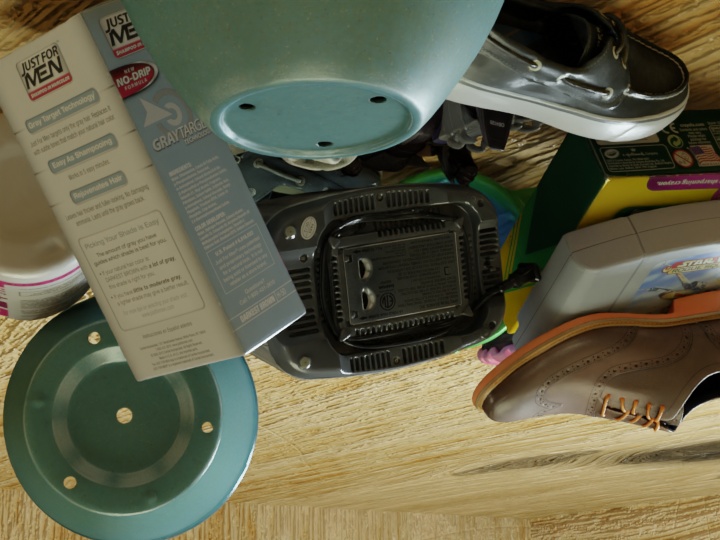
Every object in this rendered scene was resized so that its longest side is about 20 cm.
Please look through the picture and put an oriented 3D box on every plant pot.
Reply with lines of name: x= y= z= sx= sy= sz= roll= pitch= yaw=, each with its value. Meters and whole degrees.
plant pot: x=-0.020 y=-0.127 z=0.617 sx=0.200 sy=0.135 sz=0.200 roll=-2 pitch=165 yaw=0
plant pot: x=-0.169 y=0.108 z=1.023 sx=0.200 sy=0.200 sz=0.188 roll=1 pitch=175 yaw=-7

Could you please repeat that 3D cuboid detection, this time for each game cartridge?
game cartridge: x=0.211 y=0.005 z=0.932 sx=0.200 sy=0.042 sz=0.133 roll=-7 pitch=152 yaw=-19

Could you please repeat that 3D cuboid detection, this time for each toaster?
toaster: x=0.000 y=0.000 z=0.904 sx=0.200 sy=0.114 sz=0.129 roll=-11 pitch=-171 yaw=-26

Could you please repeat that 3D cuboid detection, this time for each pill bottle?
pill bottle: x=-0.233 y=-0.028 z=0.981 sx=0.113 sy=0.113 sz=0.200 roll=2 pitch=167 yaw=-12

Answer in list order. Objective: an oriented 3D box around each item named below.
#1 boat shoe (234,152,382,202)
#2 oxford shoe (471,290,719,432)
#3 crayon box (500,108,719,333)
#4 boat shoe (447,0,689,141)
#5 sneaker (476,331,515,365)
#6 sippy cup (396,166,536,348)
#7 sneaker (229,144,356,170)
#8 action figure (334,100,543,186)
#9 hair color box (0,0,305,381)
boat shoe: x=-0.072 y=-0.063 z=0.970 sx=0.200 sy=0.062 sz=0.073 roll=10 pitch=164 yaw=-31
oxford shoe: x=0.173 y=0.070 z=0.909 sx=0.200 sy=0.073 sz=0.071 roll=-15 pitch=149 yaw=-6
crayon box: x=0.208 y=-0.034 z=0.960 sx=0.200 sy=0.058 sz=0.173 roll=-4 pitch=147 yaw=-23
boat shoe: x=0.116 y=-0.118 z=0.783 sx=0.200 sy=0.069 sz=0.057 roll=3 pitch=149 yaw=-33
sneaker: x=0.156 y=0.031 z=1.141 sx=0.079 sy=0.095 sz=0.200 roll=10 pitch=164 yaw=-18
sippy cup: x=0.075 y=-0.004 z=1.093 sx=0.178 sy=0.140 sz=0.130 roll=5 pitch=177 yaw=11
sneaker: x=-0.041 y=-0.095 z=0.833 sx=0.075 sy=0.081 sz=0.200 roll=9 pitch=163 yaw=-38
action figure: x=0.036 y=-0.087 z=0.888 sx=0.130 sy=0.069 sz=0.200 roll=-6 pitch=174 yaw=-36
hair color box: x=-0.121 y=-0.045 z=0.787 sx=0.099 sy=0.200 sz=0.061 roll=-16 pitch=-167 yaw=42
